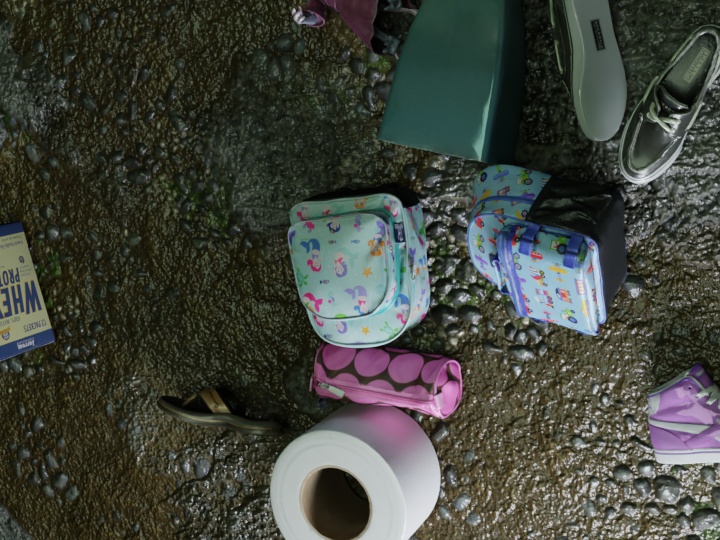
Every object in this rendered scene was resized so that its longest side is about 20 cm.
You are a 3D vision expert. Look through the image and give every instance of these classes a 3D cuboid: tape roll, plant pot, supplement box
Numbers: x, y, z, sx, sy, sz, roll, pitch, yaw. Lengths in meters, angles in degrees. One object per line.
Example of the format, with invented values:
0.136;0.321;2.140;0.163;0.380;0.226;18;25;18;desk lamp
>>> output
-0.006;0.294;1.531;0.200;0.139;0.206;5;101;23;tape roll
0.124;-0.243;1.372;0.139;0.141;0.203;13;98;21;plant pot
-0.618;0.050;1.755;0.197;0.134;0.203;-13;95;26;supplement box

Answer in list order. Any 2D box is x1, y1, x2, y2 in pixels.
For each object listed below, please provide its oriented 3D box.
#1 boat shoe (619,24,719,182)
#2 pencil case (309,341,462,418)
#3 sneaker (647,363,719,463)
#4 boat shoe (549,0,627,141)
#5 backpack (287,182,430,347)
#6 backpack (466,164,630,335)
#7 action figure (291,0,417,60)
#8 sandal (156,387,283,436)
0.357;-0.192;1.303;0.070;0.064;0.202;31;112;16;boat shoe
0.033;0.149;1.510;0.197;0.093;0.092;4;102;23;pencil case
0.439;0.166;1.342;0.198;0.072;0.116;-9;94;26;sneaker
0.268;-0.254;1.343;0.063;0.070;0.203;-1;97;65;boat shoe
0.000;0.000;1.472;0.175;0.150;0.203;-4;103;23;backpack
0.210;-0.031;1.348;0.198;0.135;0.184;18;147;27;backpack
-0.015;-0.365;1.440;0.199;0.148;0.135;35;108;35;action figure
-0.201;0.201;1.638;0.197;0.082;0.055;9;87;24;sandal
